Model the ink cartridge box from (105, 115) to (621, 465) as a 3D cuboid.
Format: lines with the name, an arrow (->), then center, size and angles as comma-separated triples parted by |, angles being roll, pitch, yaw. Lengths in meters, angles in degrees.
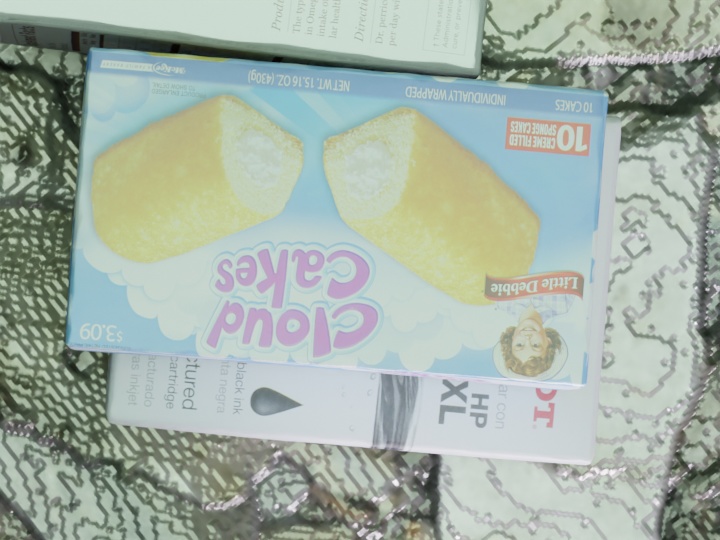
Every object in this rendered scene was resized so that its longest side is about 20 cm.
ink cartridge box -> 0.000, 0.000, 1.155 | 0.199, 0.084, 0.146 | 5, 88, -5

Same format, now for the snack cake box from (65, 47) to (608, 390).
snack cake box -> -0.010, -0.018, 1.079 | 0.199, 0.067, 0.115 | 4, 88, -5

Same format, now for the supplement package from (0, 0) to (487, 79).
supplement package -> -0.050, -0.141, 1.137 | 0.199, 0.117, 0.117 | 7, 89, -5
